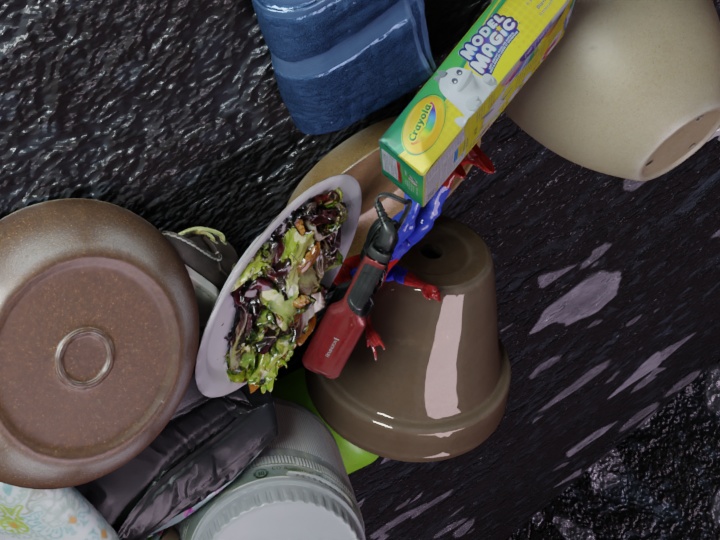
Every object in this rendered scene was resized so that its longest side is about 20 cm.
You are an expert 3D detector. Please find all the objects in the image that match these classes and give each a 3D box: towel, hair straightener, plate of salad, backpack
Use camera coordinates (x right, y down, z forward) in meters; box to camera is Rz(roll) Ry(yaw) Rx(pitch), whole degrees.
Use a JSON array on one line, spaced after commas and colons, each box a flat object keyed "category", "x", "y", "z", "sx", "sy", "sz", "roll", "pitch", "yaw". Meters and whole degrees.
[{"category": "towel", "x": -0.009, "y": -0.159, "z": 0.986, "sx": 0.111, "sy": 0.049, "sz": 0.200, "roll": -32, "pitch": 161, "yaw": -6}, {"category": "hair straightener", "x": 0.000, "y": 0.000, "z": 1.200, "sx": 0.201, "sy": 0.041, "sz": 0.077, "roll": 109, "pitch": 3, "yaw": -48}, {"category": "plate of salad", "x": -0.053, "y": 0.018, "z": 1.152, "sx": 0.200, "sy": 0.048, "sz": 0.201, "roll": -48, "pitch": 161, "yaw": -22}, {"category": "backpack", "x": -0.172, "y": 0.129, "z": 1.241, "sx": 0.199, "sy": 0.168, "sz": 0.126, "roll": -32, "pitch": -157, "yaw": -15}, {"category": "towel", "x": -0.294, "y": 0.182, "z": 1.116, "sx": 0.198, "sy": 0.048, "sz": 0.172, "roll": -7, "pitch": 146, "yaw": 16}]

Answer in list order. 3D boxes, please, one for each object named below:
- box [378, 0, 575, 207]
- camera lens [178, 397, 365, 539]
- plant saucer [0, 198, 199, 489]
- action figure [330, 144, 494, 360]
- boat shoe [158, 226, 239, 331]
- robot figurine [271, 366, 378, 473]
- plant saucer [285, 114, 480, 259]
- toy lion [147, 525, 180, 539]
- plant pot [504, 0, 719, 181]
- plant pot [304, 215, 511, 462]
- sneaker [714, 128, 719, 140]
[{"category": "box", "x": 0.092, "y": -0.145, "z": 1.106, "sx": 0.200, "sy": 0.048, "sz": 0.117, "roll": -49, "pitch": 173, "yaw": -6}, {"category": "camera lens", "x": -0.082, "y": 0.217, "z": 1.346, "sx": 0.160, "sy": 0.160, "sz": 0.200, "roll": -36, "pitch": -157, "yaw": 4}, {"category": "plant saucer", "x": -0.189, "y": 0.054, "z": 1.007, "sx": 0.199, "sy": 0.037, "sz": 0.202, "roll": -9, "pitch": 106, "yaw": -32}, {"category": "action figure", "x": 0.044, "y": -0.006, "z": 1.260, "sx": 0.065, "sy": 0.099, "sz": 0.200, "roll": -10, "pitch": 151, "yaw": -48}, {"category": "boat shoe", "x": -0.123, "y": 0.001, "z": 1.151, "sx": 0.200, "sy": 0.071, "sz": 0.060, "roll": 49, "pitch": 52, "yaw": -68}, {"category": "robot figurine", "x": -0.057, "y": 0.161, "z": 1.525, "sx": 0.199, "sy": 0.116, "sz": 0.176, "roll": -27, "pitch": -172, "yaw": 17}, {"category": "plant saucer", "x": 0.008, "y": -0.068, "z": 1.246, "sx": 0.199, "sy": 0.036, "sz": 0.200, "roll": -30, "pitch": 160, "yaw": -12}, {"category": "toy lion", "x": -0.267, "y": 0.273, "z": 1.370, "sx": 0.191, "sy": 0.069, "sz": 0.200, "roll": -41, "pitch": -167, "yaw": -20}, {"category": "plant pot", "x": 0.229, "y": -0.156, "z": 1.265, "sx": 0.199, "sy": 0.135, "sz": 0.201, "roll": -32, "pitch": 161, "yaw": -13}, {"category": "plant pot", "x": 0.054, "y": 0.046, "z": 1.408, "sx": 0.199, "sy": 0.200, "sz": 0.176, "roll": -22, "pitch": 138, "yaw": -33}, {"category": "sneaker", "x": 0.392, "y": -0.191, "z": 1.514, "sx": 0.198, "sy": 0.080, "sz": 0.130, "roll": -7, "pitch": 157, "yaw": -35}]
